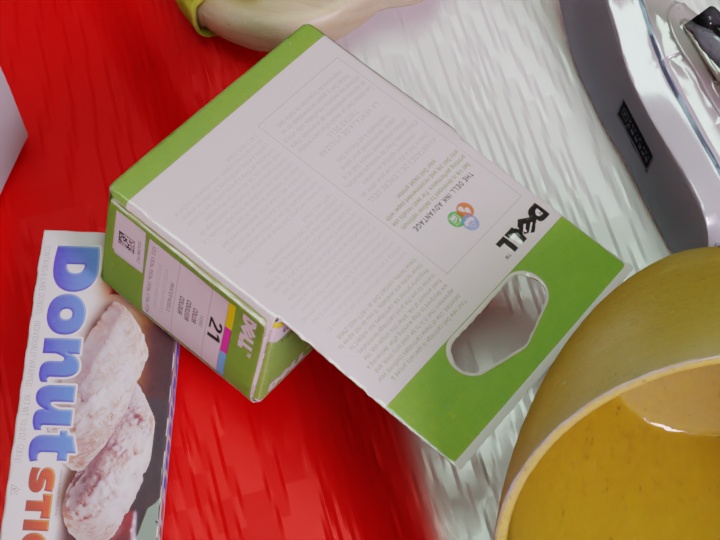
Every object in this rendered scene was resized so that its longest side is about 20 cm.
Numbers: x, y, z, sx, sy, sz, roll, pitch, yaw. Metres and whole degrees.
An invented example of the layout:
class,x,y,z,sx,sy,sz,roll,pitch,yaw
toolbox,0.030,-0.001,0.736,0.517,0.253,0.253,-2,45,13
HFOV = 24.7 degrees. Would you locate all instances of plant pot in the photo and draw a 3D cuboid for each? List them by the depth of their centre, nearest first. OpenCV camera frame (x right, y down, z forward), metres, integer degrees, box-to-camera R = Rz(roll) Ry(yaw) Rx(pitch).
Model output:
class,x,y,z,sx,sy,sz,roll,pitch,yaw
plant pot,0.155,0.072,0.695,0.198,0.202,0.142,4,34,2

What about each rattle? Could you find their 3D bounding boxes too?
class,x,y,z,sx,sy,sz,roll,pitch,yaw
rattle,-0.007,-0.198,0.849,0.198,0.144,0.131,-1,44,6

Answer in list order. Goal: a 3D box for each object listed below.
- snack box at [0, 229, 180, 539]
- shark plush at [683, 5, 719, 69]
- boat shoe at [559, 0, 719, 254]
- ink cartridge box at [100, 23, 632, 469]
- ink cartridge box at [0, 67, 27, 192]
class,x,y,z,sx,sy,sz,roll,pitch,yaw
snack box,-0.124,0.076,0.766,0.071,0.024,0.202,2,63,0
shark plush,0.213,-0.031,0.762,0.083,0.091,0.201,-32,104,9
boat shoe,0.159,-0.096,0.837,0.065,0.074,0.202,-16,74,-14
ink cartridge box,0.000,0.000,0.765,0.199,0.076,0.148,38,57,13
ink cartridge box,-0.268,-0.025,0.785,0.143,0.084,0.201,15,63,9
